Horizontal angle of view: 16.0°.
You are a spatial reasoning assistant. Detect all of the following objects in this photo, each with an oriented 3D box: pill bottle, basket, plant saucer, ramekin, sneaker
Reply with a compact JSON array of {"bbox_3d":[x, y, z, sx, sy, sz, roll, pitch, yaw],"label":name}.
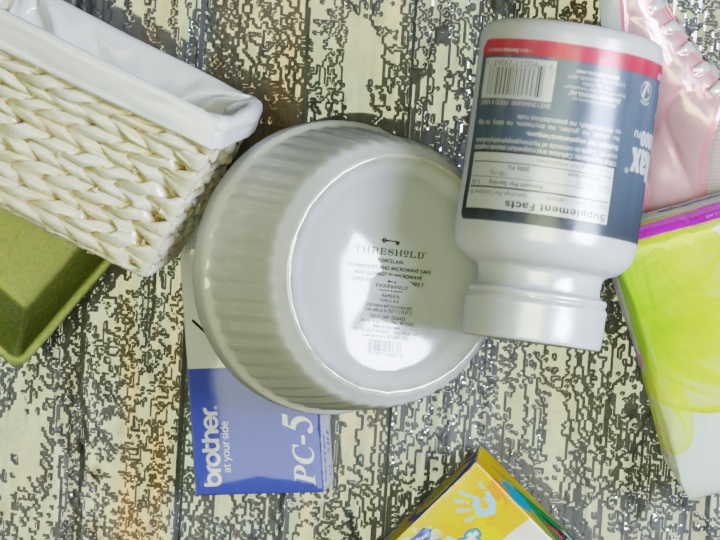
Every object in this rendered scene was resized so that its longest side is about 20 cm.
[{"bbox_3d":[0.122,-0.053,1.635,0.120,0.120,0.200,8,89,7],"label":"pill bottle"},{"bbox_3d":[-0.186,-0.095,1.700,0.200,0.136,0.123,27,103,4],"label":"basket"},{"bbox_3d":[-0.245,-0.071,1.800,0.200,0.048,0.200,42,100,2],"label":"plant saucer"},{"bbox_3d":[0.000,0.000,1.699,0.200,0.105,0.200,-2,94,-28],"label":"ramekin"},{"bbox_3d":[0.217,-0.134,1.718,0.105,0.075,0.200,-5,103,12],"label":"sneaker"}]

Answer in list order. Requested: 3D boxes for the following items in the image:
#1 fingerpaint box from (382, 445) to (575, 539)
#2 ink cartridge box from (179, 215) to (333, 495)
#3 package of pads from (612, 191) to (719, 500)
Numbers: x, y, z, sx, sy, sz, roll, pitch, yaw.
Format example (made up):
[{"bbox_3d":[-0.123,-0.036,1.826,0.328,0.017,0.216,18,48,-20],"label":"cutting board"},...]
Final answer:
[{"bbox_3d":[0.069,0.251,1.778,0.167,0.073,0.200,45,99,0],"label":"fingerpaint box"},{"bbox_3d":[-0.072,0.055,1.791,0.094,0.044,0.200,-3,95,9],"label":"ink cartridge box"},{"bbox_3d":[0.258,0.044,1.713,0.154,0.068,0.200,-16,109,9],"label":"package of pads"}]
